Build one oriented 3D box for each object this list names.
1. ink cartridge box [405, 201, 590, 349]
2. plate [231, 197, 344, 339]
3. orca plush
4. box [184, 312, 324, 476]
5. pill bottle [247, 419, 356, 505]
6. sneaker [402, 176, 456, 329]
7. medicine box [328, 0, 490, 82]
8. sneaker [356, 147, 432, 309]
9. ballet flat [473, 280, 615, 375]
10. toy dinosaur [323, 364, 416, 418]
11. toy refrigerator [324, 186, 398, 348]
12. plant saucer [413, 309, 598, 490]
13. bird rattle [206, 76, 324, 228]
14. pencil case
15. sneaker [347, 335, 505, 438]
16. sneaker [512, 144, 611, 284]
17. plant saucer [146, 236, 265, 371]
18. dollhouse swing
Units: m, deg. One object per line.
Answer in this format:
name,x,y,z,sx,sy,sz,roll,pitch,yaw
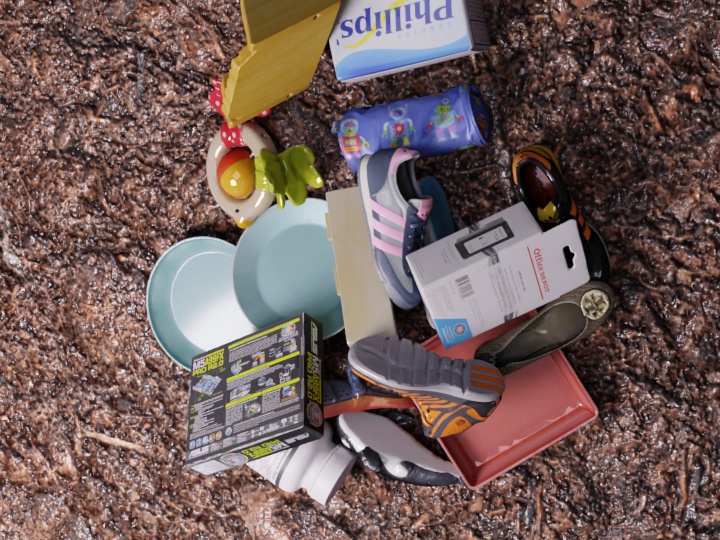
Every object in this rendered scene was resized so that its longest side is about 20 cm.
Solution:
ink cartridge box,0.168,-0.002,1.343,0.198,0.068,0.117,-24,133,1
plate,-0.078,0.001,1.497,0.197,0.026,0.203,-2,78,11
orca plush,0.056,0.256,1.506,0.197,0.106,0.072,14,133,-1
box,-0.137,0.161,1.426,0.198,0.044,0.162,-23,52,28
pill bottle,-0.108,0.234,1.531,0.199,0.111,0.112,33,109,11
sneaker,0.084,-0.018,1.445,0.080,0.076,0.203,-10,94,36
medicine box,0.049,-0.352,1.373,0.180,0.103,0.203,-10,96,21
sneaker,0.056,-0.053,1.367,0.081,0.070,0.202,-12,95,35
ballet flat,0.228,0.078,1.374,0.199,0.046,0.068,-29,98,12
toy dinosaur,-0.019,0.174,1.475,0.180,0.105,0.202,23,78,17
toy refrigerator,0.000,0.000,1.426,0.069,0.076,0.203,-9,75,4
plant saucer,0.175,0.150,1.437,0.198,0.037,0.201,-32,92,11
bird rattle,-0.157,-0.151,1.480,0.200,0.112,0.163,49,123,13
pencil case,0.067,-0.183,1.412,0.198,0.078,0.088,-9,86,21
sneaker,0.072,0.154,1.370,0.198,0.078,0.113,17,135,-2
sneaker,0.242,-0.058,1.365,0.069,0.090,0.202,-28,90,22
plant saucer,-0.210,0.049,1.574,0.197,0.036,0.203,3,100,19
dollhouse swing,-0.129,-0.323,1.362,0.181,0.200,0.177,-31,81,-22
